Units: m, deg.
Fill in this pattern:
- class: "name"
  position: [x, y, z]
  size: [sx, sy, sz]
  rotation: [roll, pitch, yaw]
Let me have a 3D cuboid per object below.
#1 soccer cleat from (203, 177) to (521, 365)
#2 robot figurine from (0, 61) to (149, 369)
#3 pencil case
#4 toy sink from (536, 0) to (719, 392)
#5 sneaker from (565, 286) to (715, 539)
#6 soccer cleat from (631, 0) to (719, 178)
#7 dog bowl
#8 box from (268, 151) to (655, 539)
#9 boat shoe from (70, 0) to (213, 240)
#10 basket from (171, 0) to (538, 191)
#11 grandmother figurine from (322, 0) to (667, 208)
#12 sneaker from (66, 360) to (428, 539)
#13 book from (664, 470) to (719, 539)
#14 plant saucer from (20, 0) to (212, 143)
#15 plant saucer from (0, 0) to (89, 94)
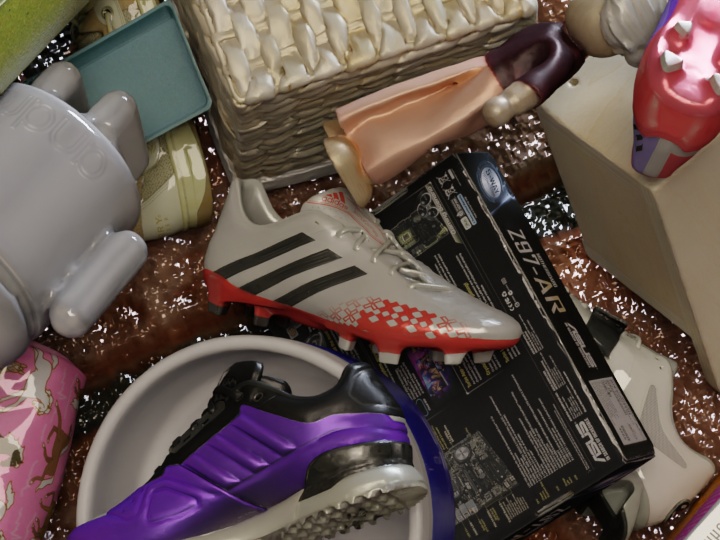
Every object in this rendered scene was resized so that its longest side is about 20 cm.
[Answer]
- class: "soccer cleat"
  position: [0.000, 0.000, 1.568]
  size: [0.200, 0.069, 0.085]
  rotation: [13, 97, 32]
- class: "robot figurine"
  position: [-0.199, -0.023, 1.558]
  size: [0.170, 0.113, 0.200]
  rotation: [25, 61, 26]
- class: "pencil case"
  position: [-0.221, 0.135, 1.600]
  size: [0.086, 0.083, 0.200]
  rotation: [4, 72, 35]
- class: "toy sink"
  position: [0.198, -0.050, 1.634]
  size: [0.130, 0.200, 0.112]
  rotation: [-40, 50, -12]
- class: "sneaker"
  position: [0.132, 0.056, 1.643]
  size: [0.088, 0.074, 0.200]
  rotation: [-25, 78, -23]
- class: "soccer cleat"
  position: [0.189, -0.131, 1.531]
  size: [0.067, 0.076, 0.200]
  rotation: [27, 46, 2]
- class: "dog bowl"
  position: [-0.051, 0.137, 1.571]
  size: [0.200, 0.079, 0.200]
  rotation: [-1, 86, 17]
- class: "box"
  position: [0.050, 0.058, 1.604]
  size: [0.160, 0.044, 0.200]
  rotation: [-36, 75, 27]
- class: "boat shoe"
  position: [-0.142, -0.115, 1.677]
  size: [0.063, 0.073, 0.201]
  rotation: [-16, 83, -10]
- class: "basket"
  position: [-0.013, -0.179, 1.652]
  size: [0.198, 0.161, 0.200]
  rotation: [-18, 74, -5]
- class: "grandmother figurine"
  position: [0.076, -0.104, 1.547]
  size: [0.200, 0.121, 0.061]
  rotation: [-29, 114, 6]
- class: "sneaker"
  position: [-0.067, 0.102, 1.507]
  size: [0.200, 0.070, 0.100]
  rotation: [-18, 73, 13]
- class: "book"
  position: [0.199, 0.143, 1.581]
  size: [0.048, 0.134, 0.200]
  rotation: [42, 78, 8]
- class: "plant saucer"
  position: [-0.175, -0.081, 1.649]
  size: [0.200, 0.019, 0.070]
  rotation: [-27, 77, 21]
- class: "plant saucer"
  position: [-0.229, -0.138, 1.611]
  size: [0.048, 0.200, 0.200]
  rotation: [57, 43, -21]
